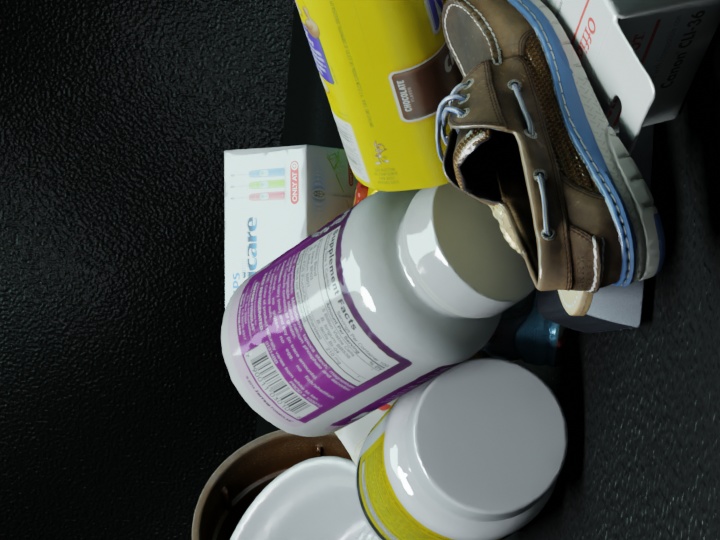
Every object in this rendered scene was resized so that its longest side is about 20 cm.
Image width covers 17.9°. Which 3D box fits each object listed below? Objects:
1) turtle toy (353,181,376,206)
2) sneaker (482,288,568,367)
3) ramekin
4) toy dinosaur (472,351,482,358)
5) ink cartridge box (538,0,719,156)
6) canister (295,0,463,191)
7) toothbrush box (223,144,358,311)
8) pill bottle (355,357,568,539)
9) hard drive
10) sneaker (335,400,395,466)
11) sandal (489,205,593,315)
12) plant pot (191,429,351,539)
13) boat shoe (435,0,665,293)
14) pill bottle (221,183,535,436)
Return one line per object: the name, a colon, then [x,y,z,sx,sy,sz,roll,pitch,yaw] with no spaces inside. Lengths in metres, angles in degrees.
turtle toy: [0.047,-0.060,1.707,0.146,0.101,0.200,102,175,-48]
sneaker: [0.077,-0.007,1.471,0.200,0.095,0.080,-105,21,-68]
ramekin: [-0.013,0.251,1.742,0.200,0.098,0.201,-25,53,38]
toy dinosaur: [0.063,0.072,1.659,0.200,0.060,0.107,-122,26,-75]
ink cartridge box: [0.123,-0.147,1.161,0.117,0.067,0.200,105,148,-60]
canister: [0.013,-0.161,1.243,0.149,0.086,0.200,-80,-21,-43]
toothbrush box: [-0.015,-0.018,1.794,0.200,0.086,0.146,4,-95,-53]
pill bottle: [0.064,0.120,1.447,0.200,0.114,0.115,120,153,-75]
hard drive: [0.131,-0.067,1.282,0.135,0.042,0.201,161,113,-82]
sneaker: [0.039,0.141,1.593,0.200,0.070,0.094,52,-164,-46]
sandal: [0.081,-0.065,1.232,0.078,0.069,0.212,104,168,-54]
plant pot: [-0.041,0.268,1.960,0.198,0.200,0.201,91,178,-56]
boat shoe: [0.077,-0.071,1.130,0.072,0.072,0.200,92,156,-47]
pill bottle: [0.014,0.016,1.351,0.200,0.112,0.113,-32,49,45]
